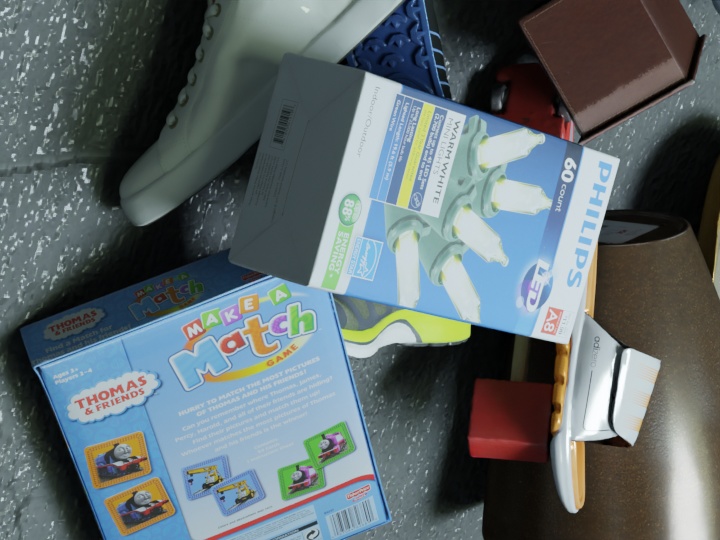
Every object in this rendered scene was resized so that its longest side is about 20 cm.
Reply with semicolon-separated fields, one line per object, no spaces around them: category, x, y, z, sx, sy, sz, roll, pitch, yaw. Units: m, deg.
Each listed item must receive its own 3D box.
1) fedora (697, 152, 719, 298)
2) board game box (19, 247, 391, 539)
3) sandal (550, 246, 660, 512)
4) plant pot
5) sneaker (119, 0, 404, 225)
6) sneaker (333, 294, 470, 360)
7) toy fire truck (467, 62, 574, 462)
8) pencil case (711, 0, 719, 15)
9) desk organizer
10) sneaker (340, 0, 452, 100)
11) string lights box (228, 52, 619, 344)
fedora;0.277;-0.001;1.538;0.201;0.082;0.201;7;90;-75
board game box;-0.074;0.082;1.159;0.151;0.037;0.200;-21;133;-8
sandal;0.146;0.040;1.310;0.079;0.059;0.207;-7;101;-80
plant pot;0.164;0.069;1.424;0.187;0.187;0.201;-20;111;-46
sneaker;-0.059;-0.111;1.097;0.200;0.085;0.073;-45;-173;6
sneaker;0.000;0.000;1.247;0.200;0.074;0.081;-7;109;-59
toy fire truck;0.095;-0.005;1.320;0.141;0.049;0.200;78;20;-55
pencil case;0.238;-0.235;1.393;0.083;0.091;0.200;-54;145;-16
desk organizer;0.147;-0.137;1.296;0.077;0.072;0.200;60;15;-6
sneaker;0.017;-0.092;1.178;0.078;0.070;0.201;-86;172;-67
string lights box;0.035;-0.032;1.098;0.200;0.059;0.103;13;93;-47
